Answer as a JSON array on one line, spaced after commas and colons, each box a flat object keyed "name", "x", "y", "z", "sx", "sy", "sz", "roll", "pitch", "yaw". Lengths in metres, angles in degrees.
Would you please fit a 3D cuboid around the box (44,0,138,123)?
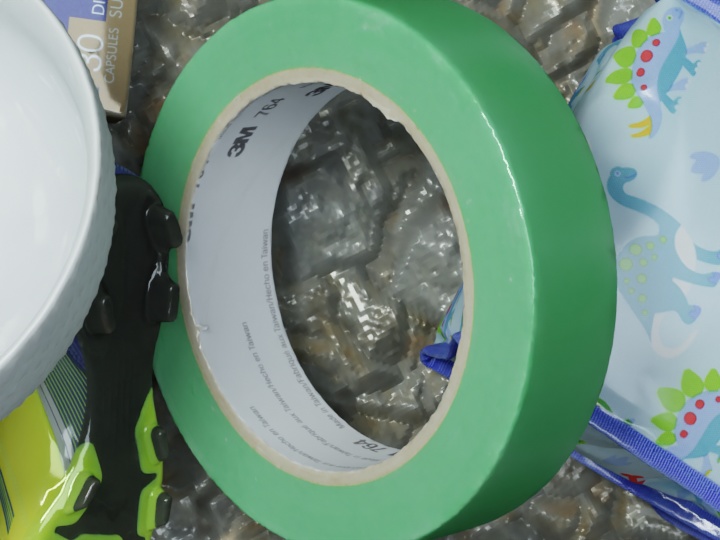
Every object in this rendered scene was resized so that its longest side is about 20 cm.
[{"name": "box", "x": -0.182, "y": -0.127, "z": 0.920, "sx": 0.199, "sy": 0.032, "sz": 0.122, "roll": 6, "pitch": 89, "yaw": -12}]

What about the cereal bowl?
[{"name": "cereal bowl", "x": -0.179, "y": -0.015, "z": 0.849, "sx": 0.199, "sy": 0.083, "sz": 0.201, "roll": -2, "pitch": 69, "yaw": 6}]

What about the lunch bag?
[{"name": "lunch bag", "x": 0.151, "y": 0.013, "z": 0.950, "sx": 0.200, "sy": 0.127, "sz": 0.170, "roll": 31, "pitch": 82, "yaw": -2}]

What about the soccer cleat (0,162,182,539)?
[{"name": "soccer cleat", "x": -0.115, "y": 0.052, "z": 0.924, "sx": 0.065, "sy": 0.084, "sz": 0.201, "roll": -5, "pitch": 109, "yaw": -46}]

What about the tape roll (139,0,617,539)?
[{"name": "tape roll", "x": 0.000, "y": 0.000, "z": 0.879, "sx": 0.048, "sy": 0.200, "sz": 0.201, "roll": -9, "pitch": 92, "yaw": -45}]
